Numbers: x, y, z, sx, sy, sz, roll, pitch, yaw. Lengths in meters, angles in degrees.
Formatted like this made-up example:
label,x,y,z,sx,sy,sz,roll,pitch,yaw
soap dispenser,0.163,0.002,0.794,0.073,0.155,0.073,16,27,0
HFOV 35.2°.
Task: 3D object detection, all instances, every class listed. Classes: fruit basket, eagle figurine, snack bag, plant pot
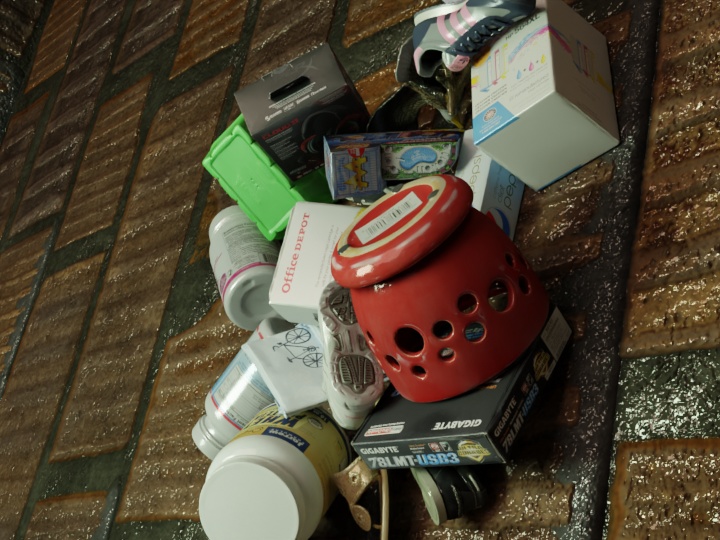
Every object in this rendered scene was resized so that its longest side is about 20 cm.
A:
label,x,y,z,sx,sy,sz,roll,pitch,yaw
fruit basket,-0.119,-0.165,1.761,0.155,0.215,0.217,-41,38,27
eagle figurine,0.087,-0.249,1.557,0.199,0.150,0.153,12,115,62
snack bag,-0.040,0.105,1.453,0.189,0.198,0.022,-132,30,-55
plant pot,0.078,0.013,1.229,0.199,0.183,0.201,-30,22,13

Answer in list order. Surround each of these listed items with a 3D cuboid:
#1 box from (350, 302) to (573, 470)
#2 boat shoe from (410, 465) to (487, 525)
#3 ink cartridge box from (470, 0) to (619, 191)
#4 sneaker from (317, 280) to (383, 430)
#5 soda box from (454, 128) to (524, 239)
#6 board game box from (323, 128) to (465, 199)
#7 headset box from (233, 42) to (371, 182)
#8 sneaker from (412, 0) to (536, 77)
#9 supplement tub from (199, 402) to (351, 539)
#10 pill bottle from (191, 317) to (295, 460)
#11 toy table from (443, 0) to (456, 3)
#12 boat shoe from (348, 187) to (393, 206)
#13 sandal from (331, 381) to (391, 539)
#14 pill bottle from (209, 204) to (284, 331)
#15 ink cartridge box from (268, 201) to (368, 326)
label,x,y,z,sx,sy,sz,roll,pitch,yaw
box,0.112,0.129,1.246,0.199,0.050,0.199,-14,29,45
boat shoe,0.086,0.212,1.298,0.067,0.072,0.200,-21,29,-6
ink cartridge box,0.217,-0.228,1.373,0.128,0.125,0.202,-31,44,37
sneaker,-0.020,0.099,1.337,0.100,0.077,0.201,106,168,-45
soda box,0.152,-0.078,1.403,0.063,0.068,0.202,-12,57,48
board game box,0.031,-0.138,1.459,0.200,0.197,0.063,-55,-38,-73
headset box,-0.074,-0.218,1.569,0.147,0.200,0.076,-27,69,6
sneaker,0.136,-0.283,1.366,0.199,0.069,0.083,-5,78,57
supplement tub,-0.101,0.250,1.359,0.145,0.144,0.200,-48,-2,19
pill bottle,-0.146,0.173,1.583,0.201,0.108,0.109,-52,34,14
toy table,0.138,-0.463,1.665,0.185,0.117,0.200,-60,34,2
boat shoe,0.039,-0.109,1.586,0.199,0.074,0.061,22,127,41
sandal,0.000,0.235,1.336,0.078,0.069,0.214,96,177,-67
pill bottle,-0.171,-0.009,1.747,0.114,0.113,0.201,-49,34,17
ink cartridge box,0.000,0.000,1.459,0.198,0.086,0.149,7,69,23
